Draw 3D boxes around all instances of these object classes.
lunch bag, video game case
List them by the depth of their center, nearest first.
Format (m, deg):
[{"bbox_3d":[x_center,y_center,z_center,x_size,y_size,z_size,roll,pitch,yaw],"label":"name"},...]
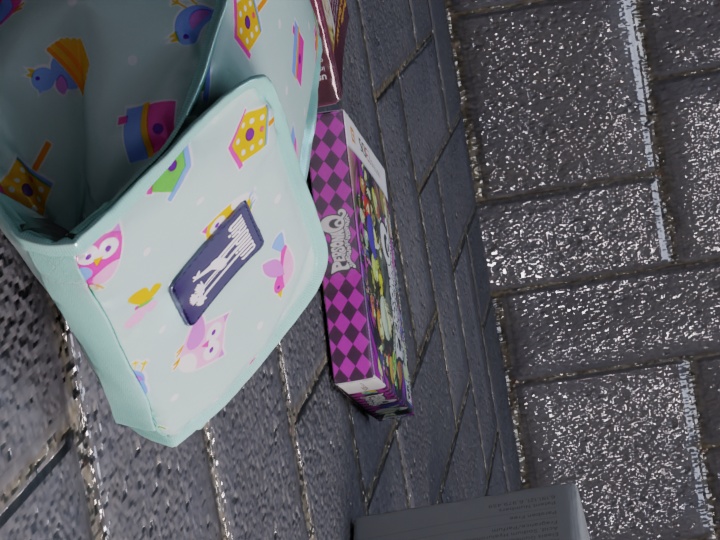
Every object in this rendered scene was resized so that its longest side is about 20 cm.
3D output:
[{"bbox_3d":[-0.080,-0.053,0.926,0.171,0.121,0.202,73,19,-60],"label":"lunch bag"},{"bbox_3d":[0.000,0.000,1.774,0.181,0.035,0.202,49,33,-74],"label":"video game case"}]

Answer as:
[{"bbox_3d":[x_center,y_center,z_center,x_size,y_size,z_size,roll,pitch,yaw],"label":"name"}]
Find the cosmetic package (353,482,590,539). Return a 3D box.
[{"bbox_3d":[0.088,0.280,1.629,0.201,0.165,0.168,-89,167,-56],"label":"cosmetic package"}]

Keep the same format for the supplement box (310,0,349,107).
[{"bbox_3d":[-0.067,-0.195,1.294,0.111,0.085,0.201,-87,166,-59],"label":"supplement box"}]
